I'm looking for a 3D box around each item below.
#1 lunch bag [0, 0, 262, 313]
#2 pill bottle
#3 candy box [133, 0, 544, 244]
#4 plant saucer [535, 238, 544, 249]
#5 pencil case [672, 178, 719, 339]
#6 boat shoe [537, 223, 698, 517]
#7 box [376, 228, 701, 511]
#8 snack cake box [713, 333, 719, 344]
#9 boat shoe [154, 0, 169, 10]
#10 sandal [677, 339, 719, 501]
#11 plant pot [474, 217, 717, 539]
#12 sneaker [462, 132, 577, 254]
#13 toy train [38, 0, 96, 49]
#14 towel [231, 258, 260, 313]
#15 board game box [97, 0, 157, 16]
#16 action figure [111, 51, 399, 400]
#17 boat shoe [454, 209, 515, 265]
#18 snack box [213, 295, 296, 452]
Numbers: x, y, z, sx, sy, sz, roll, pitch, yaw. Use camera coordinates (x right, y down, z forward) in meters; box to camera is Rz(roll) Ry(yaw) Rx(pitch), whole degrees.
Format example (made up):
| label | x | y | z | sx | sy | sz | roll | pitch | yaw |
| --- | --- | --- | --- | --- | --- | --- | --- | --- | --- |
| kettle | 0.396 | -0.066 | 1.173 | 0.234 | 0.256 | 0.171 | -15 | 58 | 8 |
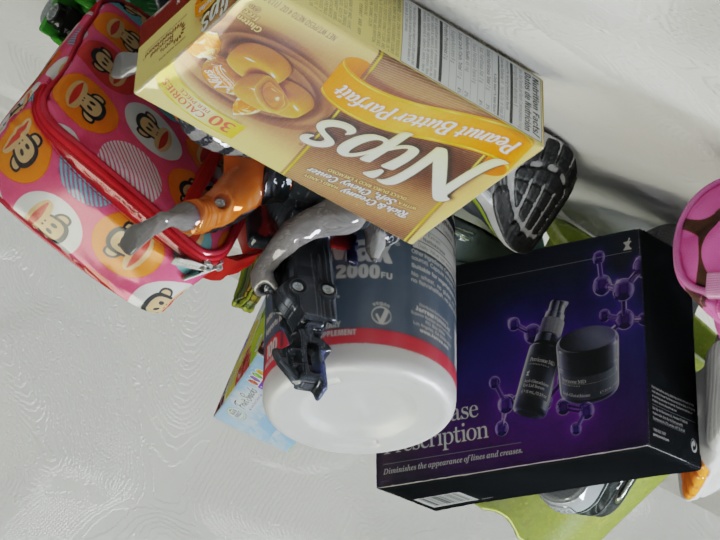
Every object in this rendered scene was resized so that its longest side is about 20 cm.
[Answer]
| label | x | y | z | sx | sy | sz | roll | pitch | yaw |
| --- | --- | --- | --- | --- | --- | --- | --- | --- | --- |
| lunch bag | -0.129 | -0.063 | 1.673 | 0.176 | 0.082 | 0.200 | 41 | -152 | -12 |
| pill bottle | 0.000 | 0.000 | 1.702 | 0.119 | 0.201 | 0.120 | 0 | 149 | 0 |
| candy box | -0.010 | -0.100 | 1.492 | 0.199 | 0.056 | 0.115 | 27 | 136 | -29 |
| plant saucer | 0.051 | -0.059 | 2.032 | 0.199 | 0.028 | 0.200 | 25 | 174 | 3 |
| pencil case | 0.229 | 0.039 | 1.537 | 0.090 | 0.094 | 0.201 | 16 | 150 | 33 |
| boat shoe | 0.173 | 0.066 | 1.791 | 0.072 | 0.201 | 0.071 | 28 | -178 | 35 |
| box | 0.110 | 0.065 | 1.743 | 0.199 | 0.142 | 0.079 | -12 | 157 | 31 |
| snack cake box | 0.290 | 0.041 | 1.730 | 0.114 | 0.068 | 0.200 | 23 | 174 | 6 |
| boat shoe | -0.089 | -0.154 | 1.583 | 0.199 | 0.063 | 0.075 | 26 | 176 | 5 |
| sandal | 0.240 | 0.097 | 1.735 | 0.059 | 0.080 | 0.207 | 1 | 164 | -3 |
| plant pot | 0.155 | 0.096 | 1.928 | 0.200 | 0.185 | 0.200 | 37 | -170 | -8 |
| sneaker | 0.065 | -0.076 | 1.668 | 0.081 | 0.074 | 0.200 | 33 | 175 | 39 |
| toy train | -0.130 | -0.129 | 1.813 | 0.199 | 0.042 | 0.056 | 29 | -176 | -31 |
| towel | -0.055 | -0.049 | 1.908 | 0.018 | 0.087 | 0.200 | 12 | 152 | -10 |
| board game box | -0.079 | -0.144 | 1.799 | 0.134 | 0.029 | 0.200 | 29 | 173 | -31 |
| action figure | -0.044 | -0.036 | 1.577 | 0.192 | 0.201 | 0.105 | 8 | 144 | -33 |
| boat shoe | 0.085 | -0.001 | 1.968 | 0.072 | 0.062 | 0.200 | 22 | 174 | 28 |
| snack box | -0.022 | 0.006 | 1.880 | 0.067 | 0.201 | 0.169 | 27 | 158 | -4 |
